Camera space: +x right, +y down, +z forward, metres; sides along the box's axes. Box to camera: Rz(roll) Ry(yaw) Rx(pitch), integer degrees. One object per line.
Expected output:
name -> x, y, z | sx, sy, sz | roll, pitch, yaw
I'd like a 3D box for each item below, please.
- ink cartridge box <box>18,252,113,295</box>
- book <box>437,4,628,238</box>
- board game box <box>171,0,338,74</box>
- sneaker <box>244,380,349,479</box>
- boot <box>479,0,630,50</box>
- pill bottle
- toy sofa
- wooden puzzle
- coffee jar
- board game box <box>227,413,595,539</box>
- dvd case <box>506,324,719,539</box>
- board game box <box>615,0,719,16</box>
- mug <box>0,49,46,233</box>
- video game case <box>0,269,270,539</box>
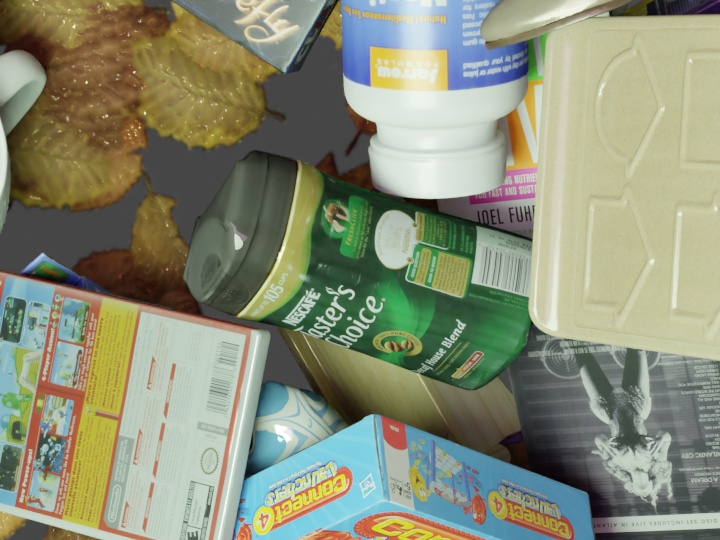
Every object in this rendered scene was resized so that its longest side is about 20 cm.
ink cartridge box -> -0.168, 0.079, 1.525 | 0.119, 0.042, 0.200 | -39, 129, 18
book -> 0.108, -0.086, 1.484 | 0.133, 0.048, 0.200 | -6, 99, 22
board game box -> -0.093, -0.235, 1.513 | 0.200, 0.035, 0.136 | 33, 106, 8
sneaker -> -0.065, 0.114, 1.505 | 0.072, 0.200, 0.072 | 45, 63, -1
boot -> 0.135, -0.223, 1.317 | 0.200, 0.070, 0.146 | -22, 106, 9
pill bottle -> 0.043, -0.148, 1.409 | 0.112, 0.112, 0.200 | 2, 107, 15
toy sofa -> 0.014, 0.053, 1.521 | 0.083, 0.098, 0.200 | -29, 92, 43
wooden puzzle -> 0.182, -0.047, 1.313 | 0.200, 0.046, 0.186 | 7, 94, 49
coffee jar -> 0.000, 0.000, 1.408 | 0.200, 0.104, 0.085 | 18, 61, -14
board game box -> 0.008, 0.171, 1.453 | 0.196, 0.200, 0.056 | -29, 54, 35
dvd case -> 0.167, 0.078, 1.479 | 0.148, 0.016, 0.200 | -6, 109, 25
board game box -> 0.261, -0.113, 1.399 | 0.200, 0.057, 0.165 | -28, 116, 18
mug -> -0.279, -0.067, 1.525 | 0.148, 0.175, 0.200 | 45, 76, 4
video game case -> -0.156, 0.086, 1.425 | 0.200, 0.017, 0.143 | 12, 93, 24
